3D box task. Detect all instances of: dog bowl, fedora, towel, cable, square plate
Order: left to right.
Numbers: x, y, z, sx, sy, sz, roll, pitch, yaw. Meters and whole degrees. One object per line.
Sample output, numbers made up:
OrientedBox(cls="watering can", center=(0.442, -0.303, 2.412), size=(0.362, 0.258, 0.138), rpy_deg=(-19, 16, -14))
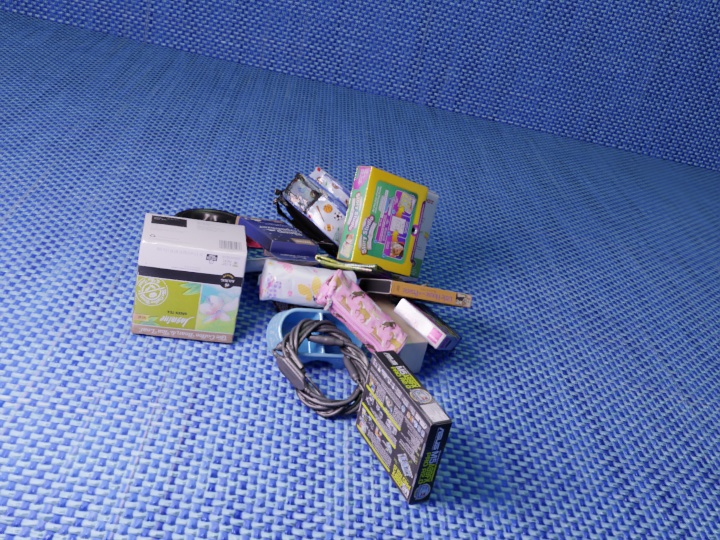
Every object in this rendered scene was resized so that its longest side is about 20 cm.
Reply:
OrientedBox(cls="fedora", center=(-0.342, -0.073, 1.874), size=(0.196, 0.093, 0.201), rpy_deg=(7, 19, -2))
OrientedBox(cls="square plate", center=(-0.201, -0.014, 1.821), size=(0.197, 0.029, 0.197), rpy_deg=(-4, -1, -35))
OrientedBox(cls="dog bowl", center=(-0.082, 0.127, 1.592), size=(0.196, 0.050, 0.114), rpy_deg=(5, 69, -23))
OrientedBox(cls="cable", center=(-0.059, 0.180, 1.513), size=(0.200, 0.051, 0.162), rpy_deg=(44, 46, 16))
OrientedBox(cls="towel", center=(0.000, 0.000, 1.735), size=(0.141, 0.023, 0.200), rpy_deg=(9, -6, 23))

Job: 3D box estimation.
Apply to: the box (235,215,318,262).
OrientedBox(cls="box", center=(-0.173, -0.068, 1.767), size=(0.120, 0.033, 0.199), rpy_deg=(5, 20, -38))

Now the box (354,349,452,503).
OrientedBox(cls="box", center=(0.066, 0.254, 1.363), size=(0.044, 0.163, 0.200), rpy_deg=(-3, 30, -29))

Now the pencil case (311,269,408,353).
OrientedBox(cls="pencil case", center=(0.003, 0.092, 1.568), size=(0.200, 0.083, 0.087), rpy_deg=(44, 65, -8))

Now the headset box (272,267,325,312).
OrientedBox(cls="headset box", center=(-0.094, 0.066, 1.750), size=(0.146, 0.078, 0.200), rpy_deg=(-2, 30, -30))

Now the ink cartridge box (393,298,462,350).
OrientedBox(cls="ink cartridge box", center=(0.145, 0.113, 1.703), size=(0.119, 0.042, 0.200), rpy_deg=(41, 5, 18))

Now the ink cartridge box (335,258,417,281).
OrientedBox(cls="ink cartridge box", center=(0.039, -0.048, 2.035), size=(0.196, 0.086, 0.147), rpy_deg=(4, 28, -19))

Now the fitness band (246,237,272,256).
OrientedBox(cls="fitness band", center=(-0.197, -0.063, 1.958), size=(0.196, 0.038, 0.143), rpy_deg=(3, 11, -25))

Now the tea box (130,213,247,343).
OrientedBox(cls="tea box", center=(-0.330, 0.015, 1.588), size=(0.196, 0.200, 0.134), rpy_deg=(6, 26, -14))

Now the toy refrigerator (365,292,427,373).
OrientedBox(cls="toy refrigerator", center=(0.054, 0.126, 1.709), size=(0.069, 0.077, 0.200), rpy_deg=(-2, 31, -29))

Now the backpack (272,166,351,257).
OrientedBox(cls="backpack", center=(-0.083, -0.128, 1.899), size=(0.191, 0.154, 0.200), rpy_deg=(47, 0, 16))

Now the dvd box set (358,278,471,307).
OrientedBox(cls="dvd box set", center=(0.112, 0.047, 1.715), size=(0.197, 0.030, 0.146), rpy_deg=(11, -3, -28))

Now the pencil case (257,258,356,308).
OrientedBox(cls="pencil case", center=(-0.104, 0.030, 1.637), size=(0.196, 0.085, 0.091), rpy_deg=(8, 8, -13))

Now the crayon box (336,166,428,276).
OrientedBox(cls="crayon box", center=(0.050, -0.104, 1.775), size=(0.171, 0.204, 0.058), rpy_deg=(14, -2, -38))

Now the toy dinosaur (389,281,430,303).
OrientedBox(cls="toy dinosaur", center=(0.059, 0.041, 1.906), size=(0.197, 0.078, 0.102), rpy_deg=(16, 3, 34))

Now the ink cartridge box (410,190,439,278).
OrientedBox(cls="ink cartridge box", center=(0.084, -0.099, 1.896), size=(0.143, 0.204, 0.083), rpy_deg=(14, 1, -39))
